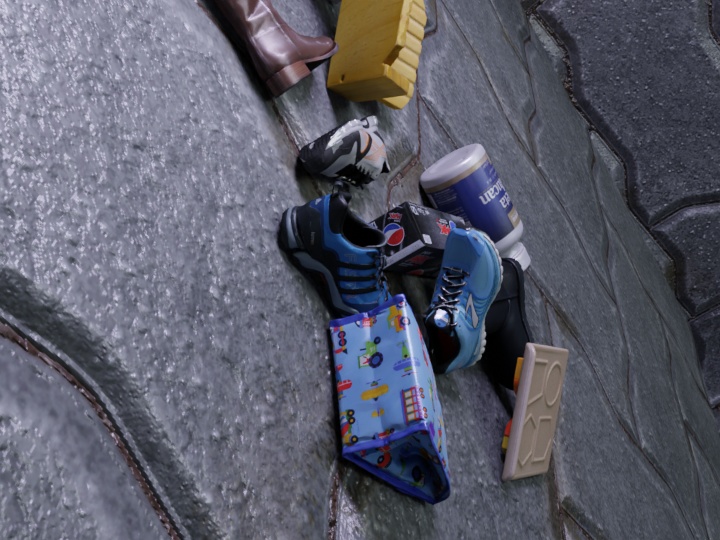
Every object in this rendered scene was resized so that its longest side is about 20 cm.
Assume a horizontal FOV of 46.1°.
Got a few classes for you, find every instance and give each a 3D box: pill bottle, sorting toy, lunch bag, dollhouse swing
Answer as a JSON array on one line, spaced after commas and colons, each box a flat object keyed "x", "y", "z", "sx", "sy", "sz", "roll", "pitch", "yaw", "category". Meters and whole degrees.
[{"x": 0.183, "y": -0.082, "z": 1.305, "sx": 0.202, "sy": 0.110, "sz": 0.111, "roll": 59, "pitch": 26, "yaw": -15, "category": "pill bottle"}, {"x": 0.246, "y": 0.200, "z": 1.209, "sx": 0.199, "sy": 0.036, "sz": 0.189, "roll": 15, "pitch": 86, "yaw": -62, "category": "sorting toy"}, {"x": 0.054, "y": 0.148, "z": 0.900, "sx": 0.200, "sy": 0.093, "sz": 0.153, "roll": 50, "pitch": 25, "yaw": -49, "category": "lunch bag"}, {"x": 0.065, "y": -0.324, "z": 1.139, "sx": 0.174, "sy": 0.180, "sz": 0.204, "roll": 13, "pitch": 86, "yaw": -37, "category": "dollhouse swing"}]

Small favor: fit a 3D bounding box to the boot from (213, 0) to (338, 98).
[{"x": -0.114, "y": -0.317, "z": 0.988, "sx": 0.201, "sy": 0.064, "sz": 0.187, "roll": 55, "pitch": 25, "yaw": -13, "category": "boot"}]

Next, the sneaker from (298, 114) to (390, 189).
[{"x": -0.009, "y": -0.136, "z": 1.019, "sx": 0.081, "sy": 0.073, "sz": 0.200, "roll": 66, "pitch": 25, "yaw": -5, "category": "sneaker"}]

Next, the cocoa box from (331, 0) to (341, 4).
[{"x": -0.041, "y": -0.518, "z": 1.207, "sx": 0.131, "sy": 0.132, "sz": 0.203, "roll": 13, "pitch": 57, "yaw": -59, "category": "cocoa box"}]

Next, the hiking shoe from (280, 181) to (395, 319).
[{"x": 0.000, "y": 0.000, "z": 0.901, "sx": 0.200, "sy": 0.086, "sz": 0.075, "roll": 47, "pitch": 31, "yaw": -35, "category": "hiking shoe"}]

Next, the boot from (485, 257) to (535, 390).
[{"x": 0.174, "y": 0.085, "z": 1.195, "sx": 0.167, "sy": 0.076, "sz": 0.204, "roll": -11, "pitch": 97, "yaw": -49, "category": "boot"}]

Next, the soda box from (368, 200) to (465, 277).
[{"x": 0.085, "y": -0.037, "z": 1.117, "sx": 0.199, "sy": 0.070, "sz": 0.064, "roll": 8, "pitch": 57, "yaw": -62, "category": "soda box"}]

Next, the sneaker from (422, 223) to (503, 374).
[{"x": 0.121, "y": 0.042, "z": 1.049, "sx": 0.089, "sy": 0.077, "sz": 0.204, "roll": -25, "pitch": 124, "yaw": -50, "category": "sneaker"}]
